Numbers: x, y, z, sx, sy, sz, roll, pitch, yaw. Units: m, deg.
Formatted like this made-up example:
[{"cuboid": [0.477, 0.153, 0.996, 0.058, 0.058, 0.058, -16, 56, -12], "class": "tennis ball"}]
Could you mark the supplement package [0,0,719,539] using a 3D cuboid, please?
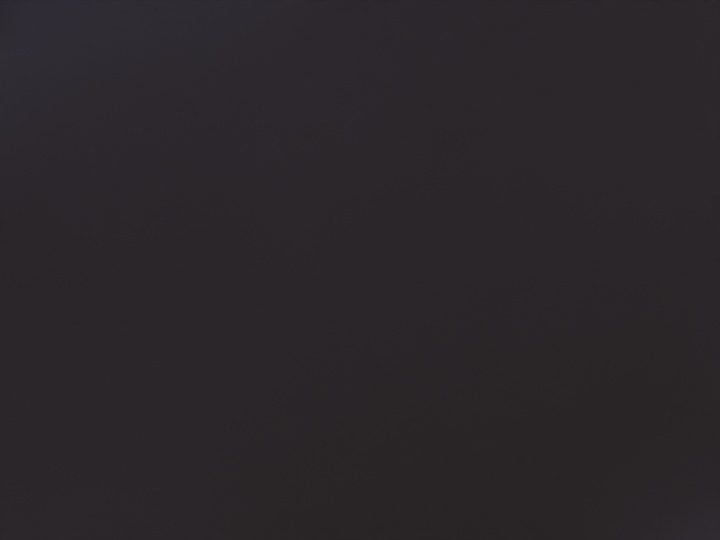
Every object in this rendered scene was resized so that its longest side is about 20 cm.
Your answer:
[{"cuboid": [0.028, -0.006, 0.438, 0.191, 0.147, 0.200, -31, 174, 13], "class": "supplement package"}]
